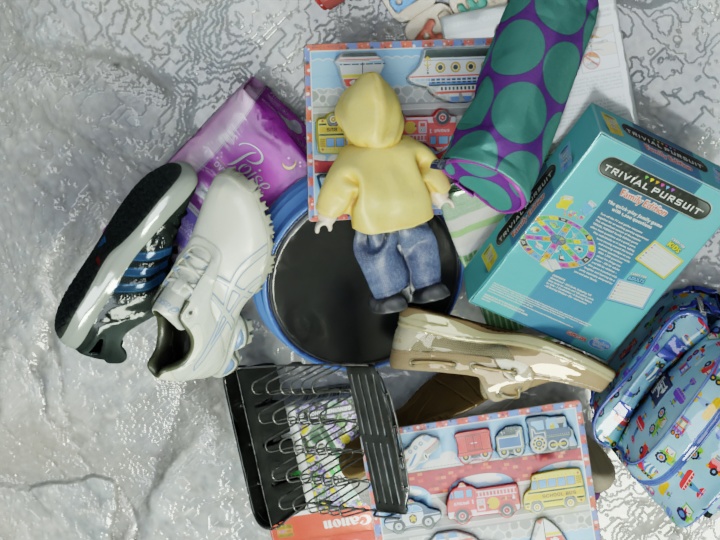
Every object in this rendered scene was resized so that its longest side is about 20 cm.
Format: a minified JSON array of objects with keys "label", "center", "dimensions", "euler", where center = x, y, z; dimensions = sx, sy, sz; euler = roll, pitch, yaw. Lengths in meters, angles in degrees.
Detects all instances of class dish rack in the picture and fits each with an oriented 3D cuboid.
[{"label":"dish rack","center":[-0.036,0.152,1.563],"dimensions":[0.199,0.054,0.155],"euler":[-5,100,53]}]

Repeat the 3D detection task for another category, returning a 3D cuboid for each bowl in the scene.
[{"label":"bowl","center":[0.000,0.000,1.592],"dimensions":[0.199,0.039,0.202],"euler":[-6,118,-12]}]

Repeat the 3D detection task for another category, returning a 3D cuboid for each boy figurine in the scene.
[{"label":"boy figurine","center":[0.015,-0.065,1.488],"dimensions":[0.124,0.064,0.201],"euler":[-17,101,-12]}]

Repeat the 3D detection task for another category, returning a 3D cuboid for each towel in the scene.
[{"label":"towel","center":[0.166,-0.015,1.568],"dimensions":[0.152,0.023,0.201],"euler":[-18,129,8]}]

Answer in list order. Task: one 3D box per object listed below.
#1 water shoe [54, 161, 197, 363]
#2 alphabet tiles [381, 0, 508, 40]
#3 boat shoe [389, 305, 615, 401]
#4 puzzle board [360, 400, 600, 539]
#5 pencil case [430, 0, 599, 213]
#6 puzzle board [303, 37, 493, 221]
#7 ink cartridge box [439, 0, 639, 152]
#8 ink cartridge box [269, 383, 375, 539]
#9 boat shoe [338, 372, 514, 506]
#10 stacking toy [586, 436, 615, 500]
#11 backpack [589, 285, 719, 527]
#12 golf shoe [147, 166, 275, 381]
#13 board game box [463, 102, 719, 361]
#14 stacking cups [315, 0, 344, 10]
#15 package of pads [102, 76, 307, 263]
[{"label":"water shoe","center":[-0.192,-0.008,1.573],"dimensions":[0.079,0.072,0.200],"euler":[30,107,-28]},{"label":"alphabet tiles","center":[0.102,-0.286,1.558],"dimensions":[0.195,0.015,0.201],"euler":[-32,99,14]},{"label":"boat shoe","center":[0.126,0.084,1.573],"dimensions":[0.199,0.071,0.065],"euler":[14,89,9]},{"label":"puzzle board","center":[0.109,0.205,1.575],"dimensions":[0.198,0.017,0.152],"euler":[-9,89,3]},{"label":"pencil case","center":[0.132,-0.155,1.481],"dimensions":[0.085,0.092,0.201],"euler":[31,75,-33]},{"label":"puzzle board","center":[0.050,-0.122,1.529],"dimensions":[0.198,0.017,0.152],"euler":[-4,100,-13]},{"label":"ink cartridge box","center":[0.165,-0.141,1.577],"dimensions":[0.159,0.047,0.202],"euler":[-10,97,10]},{"label":"ink cartridge box","center":[-0.036,0.214,1.685],"dimensions":[0.108,0.050,0.202],"euler":[-9,102,9]},{"label":"boat shoe","center":[0.076,0.148,1.641],"dimensions":[0.199,0.071,0.070],"euler":[-32,122,-3]},{"label":"stacking toy","center":[0.155,0.243,1.662],"dimensions":[0.085,0.085,0.201],"euler":[30,113,-1]},{"label":"backpack","center":[0.290,0.121,1.543],"dimensions":[0.134,0.200,0.183],"euler":[37,106,-3]},{"label":"golf shoe","center":[-0.134,0.011,1.533],"dimensions":[0.078,0.097,0.201],"euler":[27,118,33]},{"label":"board game box","center":[0.205,-0.029,1.518],"dimensions":[0.150,0.047,0.200],"euler":[23,122,-22]},{"label":"stacking cups","center":[0.044,-0.290,1.530],"dimensions":[0.199,0.061,0.061],"euler":[-33,98,18]},{"label":"package of pads","center":[-0.126,-0.065,1.612],"dimensions":[0.120,0.076,0.200],"euler":[44,105,-8]}]
